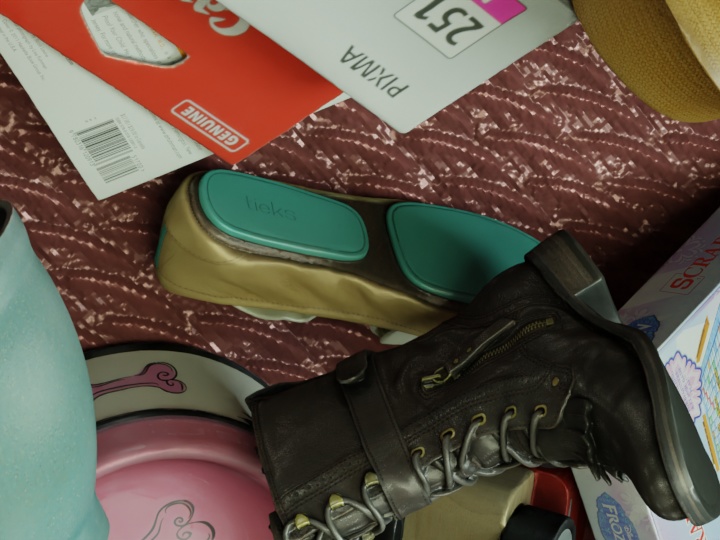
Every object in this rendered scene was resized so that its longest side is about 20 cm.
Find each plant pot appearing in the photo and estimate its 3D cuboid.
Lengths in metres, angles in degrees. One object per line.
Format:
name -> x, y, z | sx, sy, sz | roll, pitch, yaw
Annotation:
plant pot -> -0.183, 0.085, 1.117 | 0.200, 0.200, 0.135 | -35, 106, -4

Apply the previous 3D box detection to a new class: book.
book -> -0.042, -0.109, 1.145 | 0.199, 0.048, 0.134 | -21, 142, 5

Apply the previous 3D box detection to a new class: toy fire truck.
toy fire truck -> 0.081, 0.158, 1.325 | 0.128, 0.200, 0.177 | 14, 109, 19

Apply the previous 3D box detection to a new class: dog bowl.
dog bowl -> -0.099, 0.139, 1.258 | 0.199, 0.074, 0.201 | -7, 113, -17

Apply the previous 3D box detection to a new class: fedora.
fedora -> 0.135, -0.125, 1.106 | 0.082, 0.201, 0.200 | -25, 128, 37

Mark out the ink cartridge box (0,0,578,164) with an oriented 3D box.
ink cartridge box -> -0.041, -0.109, 1.078 | 0.173, 0.044, 0.200 | -33, 140, 23

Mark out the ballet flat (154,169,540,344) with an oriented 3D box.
ballet flat -> 0.000, 0.000, 1.255 | 0.199, 0.069, 0.063 | 14, 134, -22

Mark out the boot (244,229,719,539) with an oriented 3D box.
boot -> 0.044, 0.077, 1.158 | 0.173, 0.200, 0.069 | -30, 123, 0

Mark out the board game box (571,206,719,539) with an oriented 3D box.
board game box -> 0.181, 0.080, 1.306 | 0.199, 0.041, 0.201 | -42, 124, -36
